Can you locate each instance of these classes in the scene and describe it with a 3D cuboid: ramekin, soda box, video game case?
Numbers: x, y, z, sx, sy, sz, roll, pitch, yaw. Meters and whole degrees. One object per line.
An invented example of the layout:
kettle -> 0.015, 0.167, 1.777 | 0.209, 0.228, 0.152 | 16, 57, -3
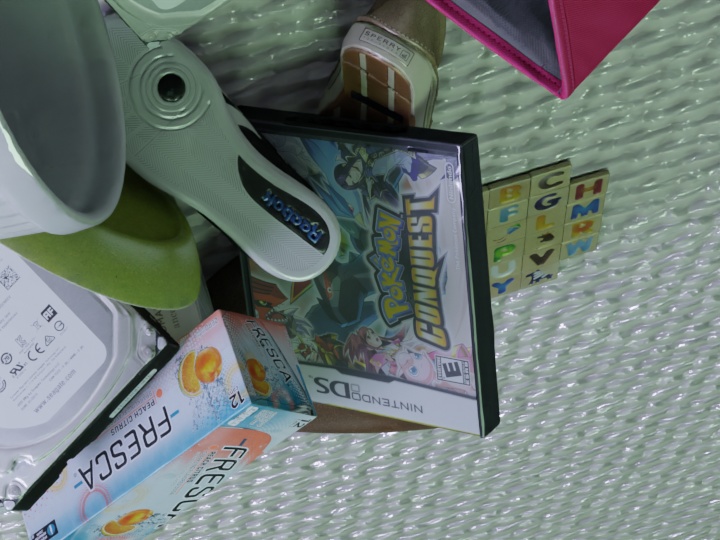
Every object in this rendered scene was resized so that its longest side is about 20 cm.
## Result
ramekin -> -0.204, -0.106, 1.048 | 0.105, 0.201, 0.200 | -14, 157, 13
soda box -> -0.122, 0.105, 1.281 | 0.200, 0.069, 0.063 | -36, 149, 28
video game case -> 0.000, 0.000, 1.343 | 0.180, 0.201, 0.025 | 10, -152, 32

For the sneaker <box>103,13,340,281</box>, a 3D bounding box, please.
sneaker -> -0.100, -0.074, 1.277 | 0.073, 0.200, 0.112 | -43, -166, -2

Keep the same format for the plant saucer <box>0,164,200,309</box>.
plant saucer -> -0.171, -0.048, 1.208 | 0.200, 0.200, 0.031 | 14, 113, -50

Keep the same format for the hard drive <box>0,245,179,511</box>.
hard drive -> -0.224, 0.025, 1.247 | 0.140, 0.200, 0.038 | -45, 167, 2

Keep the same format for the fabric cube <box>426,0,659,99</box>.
fabric cube -> 0.076, -0.237, 0.896 | 0.199, 0.196, 0.200 | -46, 157, -12

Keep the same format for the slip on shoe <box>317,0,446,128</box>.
slip on shoe -> 0.017, -0.122, 1.325 | 0.061, 0.076, 0.200 | -61, 173, -16

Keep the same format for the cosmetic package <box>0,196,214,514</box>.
cosmetic package -> -0.199, 0.038, 1.369 | 0.199, 0.166, 0.165 | -19, 154, -1

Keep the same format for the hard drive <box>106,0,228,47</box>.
hard drive -> -0.057, -0.206, 1.072 | 0.199, 0.038, 0.140 | -33, 153, 4

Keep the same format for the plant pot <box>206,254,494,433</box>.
plant pot -> -0.036, 0.041, 1.514 | 0.199, 0.188, 0.187 | -17, 160, 32

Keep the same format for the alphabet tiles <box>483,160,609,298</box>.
alphabet tiles -> 0.114, -0.024, 1.659 | 0.166, 0.006, 0.200 | -16, 155, -6
